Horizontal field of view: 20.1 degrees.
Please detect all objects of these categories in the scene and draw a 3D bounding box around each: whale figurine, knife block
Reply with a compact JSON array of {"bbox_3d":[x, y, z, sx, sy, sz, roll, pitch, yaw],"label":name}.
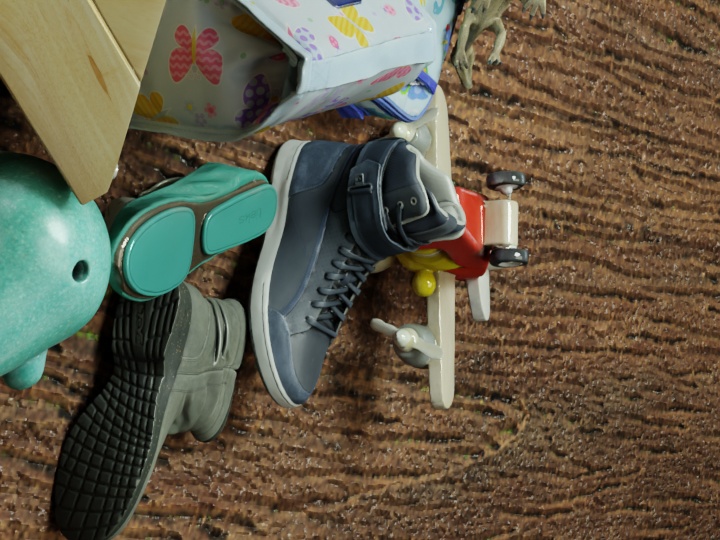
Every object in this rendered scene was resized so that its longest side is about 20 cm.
[{"bbox_3d":[-0.225,0.022,1.227,0.201,0.103,0.160,-59,142,-31],"label":"whale figurine"},{"bbox_3d":[-0.206,-0.155,1.172,0.174,0.064,0.202,12,112,-19],"label":"knife block"}]

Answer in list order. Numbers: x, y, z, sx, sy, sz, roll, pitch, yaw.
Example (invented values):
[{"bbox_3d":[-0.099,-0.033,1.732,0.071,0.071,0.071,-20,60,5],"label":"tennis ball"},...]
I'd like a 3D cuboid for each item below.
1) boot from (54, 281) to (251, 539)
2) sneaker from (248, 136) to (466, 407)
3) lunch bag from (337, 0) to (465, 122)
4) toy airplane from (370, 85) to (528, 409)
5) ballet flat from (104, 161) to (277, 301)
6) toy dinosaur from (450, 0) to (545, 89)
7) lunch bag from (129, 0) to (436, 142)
[{"bbox_3d":[-0.134,0.105,1.425,0.130,0.067,0.202,33,74,-60],"label":"boot"},{"bbox_3d":[-0.001,-0.001,1.477,0.077,0.145,0.204,27,65,-60],"label":"sneaker"},{"bbox_3d":[0.000,-0.204,1.507,0.200,0.082,0.162,33,72,-57],"label":"lunch bag"},{"bbox_3d":[0.056,-0.021,1.622,0.201,0.140,0.201,-94,-178,-56],"label":"toy airplane"},{"bbox_3d":[-0.132,-0.028,1.374,0.200,0.070,0.068,-29,129,-58],"label":"ballet flat"},{"bbox_3d":[0.108,-0.220,1.530,0.201,0.058,0.101,-59,-165,26],"label":"toy dinosaur"},{"bbox_3d":[-0.069,-0.152,1.289,0.169,0.199,0.128,-23,119,-52],"label":"lunch bag"}]
